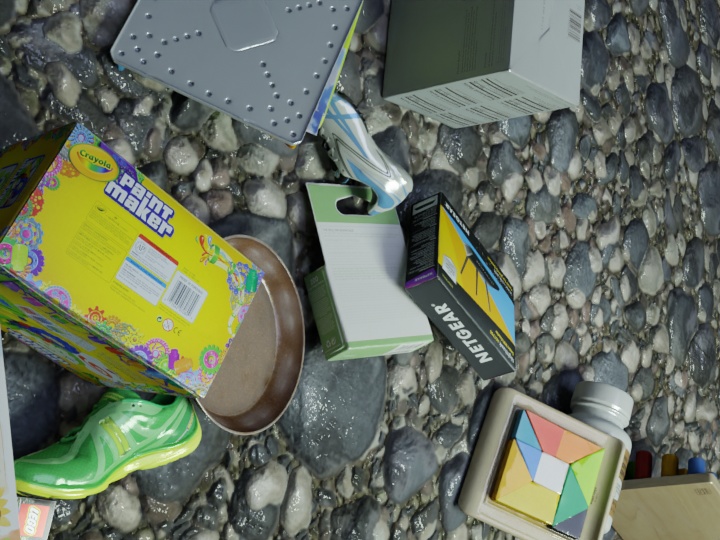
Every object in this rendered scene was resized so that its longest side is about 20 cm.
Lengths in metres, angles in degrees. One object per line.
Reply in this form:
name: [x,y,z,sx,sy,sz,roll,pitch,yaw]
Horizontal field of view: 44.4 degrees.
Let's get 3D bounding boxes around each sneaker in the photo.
sneaker: [-0.233,0.149,0.797,0.199,0.074,0.084,-15,100,-53]
sneaker: [-0.020,-0.148,1.011,0.072,0.072,0.200,-40,106,1]

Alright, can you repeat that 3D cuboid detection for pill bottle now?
pill bottle: [0.335,0.272,1.298,0.114,0.114,0.201,39,62,-35]

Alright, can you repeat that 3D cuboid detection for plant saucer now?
plant saucer: [-0.126,0.065,0.898,0.200,0.034,0.202,17,70,-57]

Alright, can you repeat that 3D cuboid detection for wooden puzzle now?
wooden puzzle: [0.251,0.277,1.198,0.199,0.037,0.186,24,68,-2]

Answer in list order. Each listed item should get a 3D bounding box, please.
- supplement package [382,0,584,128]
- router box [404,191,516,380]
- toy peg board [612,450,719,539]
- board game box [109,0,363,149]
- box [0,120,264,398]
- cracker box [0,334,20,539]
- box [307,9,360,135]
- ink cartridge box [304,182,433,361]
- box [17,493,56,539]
supplement package: [0.154,-0.298,1.092,0.147,0.199,0.193,13,80,-43]
router box: [0.131,0.022,1.118,0.200,0.051,0.150,47,34,-34]
toy peg board: [0.497,0.356,1.405,0.200,0.198,0.098,48,42,-31]
board game box: [-0.118,-0.245,0.887,0.199,0.026,0.201,24,69,-7]
box: [-0.226,0.001,0.724,0.200,0.192,0.123,42,60,-35]
cracker box: [-0.338,0.137,0.663,0.133,0.058,0.201,4,66,-42]
box: [-0.075,-0.244,0.940,0.121,0.048,0.201,19,73,-7]
ink cartridge box: [0.000,0.000,1.041,0.145,0.048,0.201,-1,68,-44]
box: [-0.339,0.276,0.710,0.136,0.038,0.201,21,74,-40]
